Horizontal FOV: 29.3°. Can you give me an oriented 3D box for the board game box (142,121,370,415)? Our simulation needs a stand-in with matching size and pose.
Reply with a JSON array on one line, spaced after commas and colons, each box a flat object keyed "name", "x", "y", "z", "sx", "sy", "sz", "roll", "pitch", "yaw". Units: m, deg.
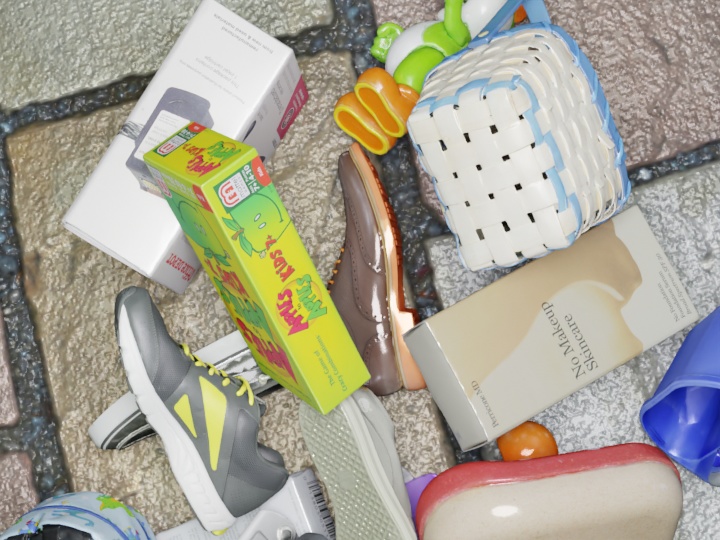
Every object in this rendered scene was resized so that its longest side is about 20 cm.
[{"name": "board game box", "x": -0.072, "y": -0.001, "z": 0.976, "sx": 0.047, "sy": 0.101, "sz": 0.201, "roll": -36, "pitch": 121, "yaw": -18}]

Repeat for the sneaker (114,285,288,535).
[{"name": "sneaker", "x": -0.119, "y": 0.094, "z": 1.023, "sx": 0.084, "sy": 0.074, "sz": 0.202, "roll": -25, "pitch": 109, "yaw": -6}]

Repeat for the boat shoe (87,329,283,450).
[{"name": "boat shoe", "x": -0.118, "y": 0.098, "z": 1.083, "sx": 0.198, "sy": 0.071, "sz": 0.064, "roll": -29, "pitch": 81, "yaw": -2}]

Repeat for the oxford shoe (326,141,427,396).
[{"name": "oxford shoe", "x": 0.000, "y": 0.000, "z": 1.088, "sx": 0.072, "sy": 0.071, "sz": 0.203, "roll": -13, "pitch": 82, "yaw": 7}]

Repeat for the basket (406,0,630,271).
[{"name": "basket", "x": 0.122, "y": -0.103, "z": 1.016, "sx": 0.138, "sy": 0.200, "sz": 0.178, "roll": -14, "pitch": 105, "yaw": 36}]

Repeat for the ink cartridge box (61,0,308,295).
[{"name": "ink cartridge box", "x": -0.131, "y": -0.090, "z": 1.069, "sx": 0.084, "sy": 0.145, "sz": 0.201, "roll": 32, "pitch": 86, "yaw": 6}]

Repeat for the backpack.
[{"name": "backpack", "x": -0.209, "y": 0.270, "z": 1.032, "sx": 0.161, "sy": 0.154, "sz": 0.202, "roll": -11, "pitch": 109, "yaw": 19}]

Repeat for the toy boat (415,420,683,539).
[{"name": "toy boat", "x": 0.135, "y": 0.169, "z": 1.039, "sx": 0.197, "sy": 0.132, "sz": 0.131, "roll": -6, "pitch": 41, "yaw": -13}]

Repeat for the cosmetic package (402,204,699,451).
[{"name": "cosmetic package", "x": 0.143, "y": 0.043, "z": 1.042, "sx": 0.198, "sy": 0.071, "sz": 0.106, "roll": -29, "pitch": 85, "yaw": -17}]

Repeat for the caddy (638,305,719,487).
[{"name": "caddy", "x": 0.284, "y": 0.109, "z": 0.995, "sx": 0.140, "sy": 0.200, "sz": 0.106, "roll": 31, "pitch": 71, "yaw": 5}]

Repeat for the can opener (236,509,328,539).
[{"name": "can opener", "x": -0.102, "y": 0.256, "z": 0.984, "sx": 0.053, "sy": 0.066, "sz": 0.200, "roll": 50, "pitch": 65, "yaw": -19}]

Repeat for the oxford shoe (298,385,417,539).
[{"name": "oxford shoe", "x": 0.012, "y": 0.174, "z": 1.039, "sx": 0.075, "sy": 0.058, "sz": 0.203, "roll": -15, "pitch": 96, "yaw": 36}]

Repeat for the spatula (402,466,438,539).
[{"name": "spatula", "x": 0.016, "y": 0.137, "z": 1.074, "sx": 0.056, "sy": 0.021, "sz": 0.201, "roll": -28, "pitch": 97, "yaw": 20}]

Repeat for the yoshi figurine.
[{"name": "yoshi figurine", "x": 0.053, "y": -0.196, "z": 1.088, "sx": 0.112, "sy": 0.113, "sz": 0.200, "roll": 26, "pitch": 64, "yaw": 32}]

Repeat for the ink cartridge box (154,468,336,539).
[{"name": "ink cartridge box", "x": -0.099, "y": 0.268, "z": 1.083, "sx": 0.198, "sy": 0.057, "sz": 0.164, "roll": -26, "pitch": 81, "yaw": 21}]
